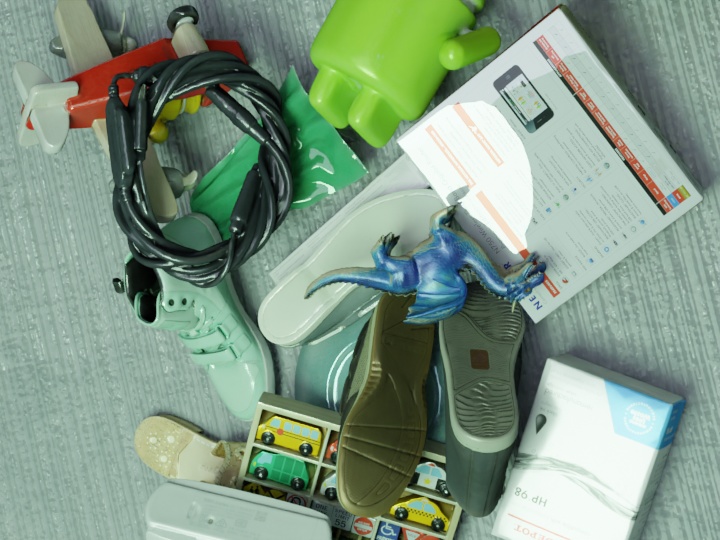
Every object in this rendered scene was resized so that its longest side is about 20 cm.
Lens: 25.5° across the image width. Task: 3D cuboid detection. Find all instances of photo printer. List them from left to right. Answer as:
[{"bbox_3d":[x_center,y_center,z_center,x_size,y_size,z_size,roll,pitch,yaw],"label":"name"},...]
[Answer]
[{"bbox_3d":[-0.101,0.276,1.407,0.164,0.201,0.070,11,49,12],"label":"photo printer"}]

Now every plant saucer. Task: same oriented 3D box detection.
[{"bbox_3d":[0.025,0.110,1.426,0.199,0.039,0.204,0,90,21],"label":"plant saucer"}]

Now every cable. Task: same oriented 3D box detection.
[{"bbox_3d":[-0.137,-0.086,1.383,0.161,0.051,0.203,-8,87,-18],"label":"cable"}]

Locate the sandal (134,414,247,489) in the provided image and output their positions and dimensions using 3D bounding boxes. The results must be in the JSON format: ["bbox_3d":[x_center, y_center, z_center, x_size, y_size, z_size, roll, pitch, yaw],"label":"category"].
[{"bbox_3d":[-0.128,0.190,1.466,0.210,0.070,0.079,19,98,20],"label":"sandal"}]

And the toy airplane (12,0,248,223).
[{"bbox_3d":[-0.222,-0.150,1.463,0.197,0.142,0.202,19,64,7],"label":"toy airplane"}]

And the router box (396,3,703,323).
[{"bbox_3d":[0.159,-0.090,1.342,0.179,0.049,0.201,-37,94,17],"label":"router box"}]

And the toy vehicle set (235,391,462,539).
[{"bbox_3d":[-0.009,0.194,1.403,0.198,0.027,0.126,16,109,3],"label":"toy vehicle set"}]

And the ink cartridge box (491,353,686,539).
[{"bbox_3d":[0.188,0.186,1.351,0.115,0.067,0.202,19,97,19],"label":"ink cartridge box"}]

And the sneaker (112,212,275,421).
[{"bbox_3d":[-0.154,0.059,1.436,0.073,0.118,0.202,-17,98,35],"label":"sneaker"}]

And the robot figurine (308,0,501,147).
[{"bbox_3d":[0.033,-0.212,1.370,0.174,0.116,0.201,29,87,25],"label":"robot figurine"}]

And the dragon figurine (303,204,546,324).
[{"bbox_3d":[0.055,0.012,1.314,0.198,0.059,0.100,-23,84,-2],"label":"dragon figurine"}]

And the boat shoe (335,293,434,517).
[{"bbox_3d":[0.019,0.116,1.352,0.072,0.065,0.202,20,69,-10],"label":"boat shoe"}]

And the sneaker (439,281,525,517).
[{"bbox_3d":[0.097,0.105,1.355,0.074,0.201,0.107,7,132,2],"label":"sneaker"}]

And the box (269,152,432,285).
[{"bbox_3d":[0.005,-0.045,1.432,0.200,0.039,0.042,-42,77,16],"label":"box"}]

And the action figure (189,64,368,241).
[{"bbox_3d":[-0.093,-0.080,1.461,0.199,0.055,0.119,-38,79,24],"label":"action figure"}]

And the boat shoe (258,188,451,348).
[{"bbox_3d":[0.000,0.000,1.403,0.199,0.062,0.073,-37,67,7],"label":"boat shoe"}]
